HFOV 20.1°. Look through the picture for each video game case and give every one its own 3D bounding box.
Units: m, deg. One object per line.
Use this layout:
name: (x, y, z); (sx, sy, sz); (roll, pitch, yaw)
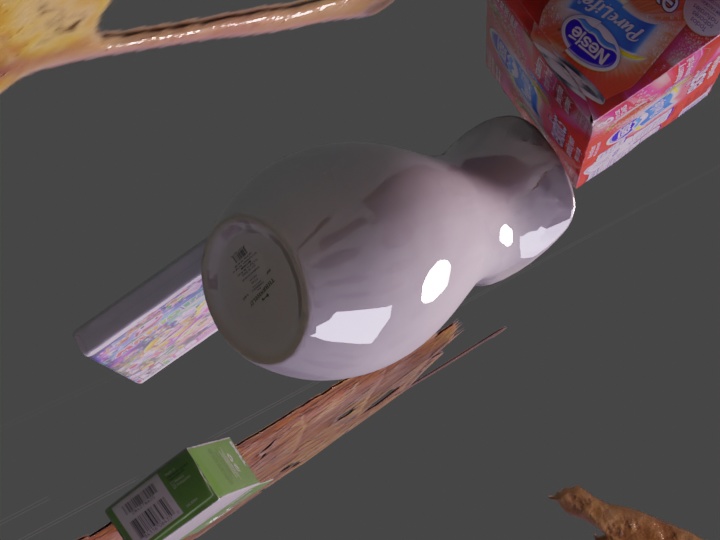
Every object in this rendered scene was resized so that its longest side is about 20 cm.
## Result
video game case: (-0.094, 0.014, 1.223); (0.143, 0.018, 0.200); (-35, 172, -2)

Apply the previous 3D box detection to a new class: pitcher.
pitcher: (0.000, 0.000, 1.114); (0.199, 0.122, 0.172); (-20, 159, -45)

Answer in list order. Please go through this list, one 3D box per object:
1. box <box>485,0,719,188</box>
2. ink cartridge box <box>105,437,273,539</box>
box: (0.130, -0.123, 1.080); (0.099, 0.096, 0.200); (-36, 173, -1)
ink cartridge box: (-0.164, 0.218, 1.989); (0.104, 0.060, 0.200); (-36, 173, 10)
